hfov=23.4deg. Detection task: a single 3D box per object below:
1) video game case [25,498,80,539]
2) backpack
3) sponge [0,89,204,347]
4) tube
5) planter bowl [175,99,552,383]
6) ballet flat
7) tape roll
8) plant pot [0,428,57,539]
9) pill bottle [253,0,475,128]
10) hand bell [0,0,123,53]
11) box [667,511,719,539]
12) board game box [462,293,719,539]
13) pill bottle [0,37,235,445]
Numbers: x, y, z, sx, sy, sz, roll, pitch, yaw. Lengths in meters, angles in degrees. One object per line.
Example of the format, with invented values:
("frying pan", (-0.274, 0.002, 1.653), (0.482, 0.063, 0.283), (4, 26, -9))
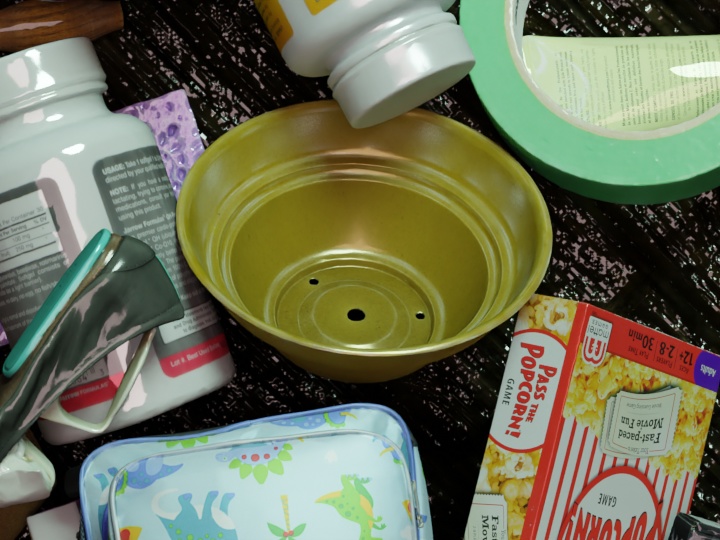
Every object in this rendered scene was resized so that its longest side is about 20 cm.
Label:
("video game case", (-0.059, 0.187, 0.938), (0.200, 0.036, 0.182), (-17, 77, -11))
("backpack", (-0.047, 0.174, 0.848), (0.183, 0.147, 0.200), (-7, 77, -7))
("sponge", (-0.178, -0.022, 1.000), (0.200, 0.030, 0.112), (-18, 92, -3))
("tube", (0.194, -0.108, 1.011), (0.200, 0.058, 0.052), (-5, 130, 1))
("planter bowl", (0.000, 0.000, 0.951), (0.200, 0.201, 0.084), (2, 135, -3))
("ballet flat", (-0.162, 0.070, 0.850), (0.068, 0.068, 0.200), (43, 93, -15))
("tape roll", (0.157, -0.139, 0.976), (0.200, 0.048, 0.201), (-2, 80, 11))
("plant pot", (-0.274, 0.129, 0.938), (0.200, 0.186, 0.187), (-33, 92, -16))
("pill bottle", (-0.016, -0.183, 0.955), (0.109, 0.109, 0.200), (-27, 85, -2))
("hand bell", (-0.233, -0.130, 0.982), (0.200, 0.104, 0.104), (-10, 91, -16))
("box", (0.238, 0.255, 0.945), (0.198, 0.050, 0.200), (19, 90, -1))
("board game box", (0.124, 0.126, 0.956), (0.046, 0.151, 0.200), (10, 84, 42))
("pill bottle", (-0.149, -0.017, 0.931), (0.111, 0.111, 0.200), (-19, 93, -2))
